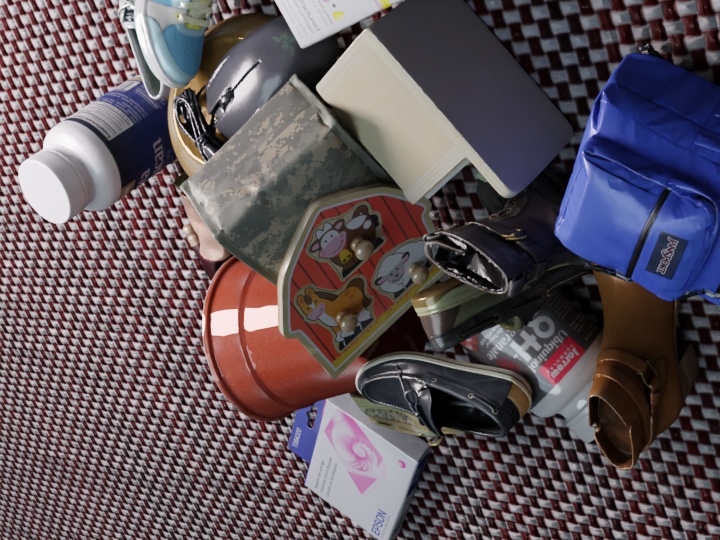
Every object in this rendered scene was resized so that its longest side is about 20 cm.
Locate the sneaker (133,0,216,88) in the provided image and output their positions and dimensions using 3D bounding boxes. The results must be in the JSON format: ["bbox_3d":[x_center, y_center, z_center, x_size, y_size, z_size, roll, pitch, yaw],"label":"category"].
[{"bbox_3d":[-0.162,-0.291,1.253,0.130,0.079,0.202,1,95,37],"label":"sneaker"}]

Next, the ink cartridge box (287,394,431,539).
[{"bbox_3d":[-0.016,0.244,1.622,0.199,0.043,0.197,32,138,17],"label":"ink cartridge box"}]

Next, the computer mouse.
[{"bbox_3d":[-0.107,-0.183,1.244,0.200,0.053,0.139,-41,70,19],"label":"computer mouse"}]

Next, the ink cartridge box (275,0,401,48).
[{"bbox_3d":[0.017,-0.312,1.069,0.199,0.145,0.146,-15,110,46],"label":"ink cartridge box"}]

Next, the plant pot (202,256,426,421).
[{"bbox_3d":[-0.041,0.062,1.396,0.194,0.201,0.202,-11,114,37],"label":"plant pot"}]

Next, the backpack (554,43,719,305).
[{"bbox_3d":[0.274,-0.055,1.031,0.199,0.168,0.163,26,140,15],"label":"backpack"}]

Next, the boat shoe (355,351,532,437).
[{"bbox_3d":[0.075,0.129,1.246,0.198,0.063,0.075,5,138,32],"label":"boat shoe"}]

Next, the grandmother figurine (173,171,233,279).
[{"bbox_3d":[-0.179,-0.024,1.545,0.121,0.060,0.202,45,153,48],"label":"grandmother figurine"}]

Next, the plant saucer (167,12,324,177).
[{"bbox_3d":[-0.133,-0.177,1.307,0.198,0.035,0.203,-2,86,27],"label":"plant saucer"}]

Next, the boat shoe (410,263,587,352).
[{"bbox_3d":[0.137,0.026,1.174,0.073,0.198,0.066,-2,103,63],"label":"boat shoe"}]

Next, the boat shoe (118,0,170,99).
[{"bbox_3d":[-0.234,-0.288,1.370,0.073,0.067,0.202,4,124,39],"label":"boat shoe"}]

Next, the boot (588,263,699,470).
[{"bbox_3d":[0.248,0.071,1.160,0.073,0.155,0.201,-17,109,47],"label":"boot"}]

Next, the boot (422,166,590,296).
[{"bbox_3d":[0.127,-0.042,1.138,0.199,0.173,0.070,31,127,47],"label":"boot"}]

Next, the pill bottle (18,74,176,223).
[{"bbox_3d":[-0.299,-0.139,1.443,0.110,0.200,0.112,23,135,26],"label":"pill bottle"}]

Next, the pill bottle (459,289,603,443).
[{"bbox_3d":[0.184,0.078,1.257,0.200,0.111,0.111,43,140,6],"label":"pill bottle"}]

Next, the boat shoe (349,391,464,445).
[{"bbox_3d":[0.072,0.163,1.463,0.199,0.073,0.063,10,135,50],"label":"boat shoe"}]

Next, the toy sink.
[{"bbox_3d":[0.079,-0.148,1.157,0.200,0.130,0.112,48,140,-1],"label":"toy sink"}]

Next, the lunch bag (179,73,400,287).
[{"bbox_3d":[-0.049,-0.066,1.228,0.200,0.164,0.118,42,-174,-45],"label":"lunch bag"}]

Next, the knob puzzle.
[{"bbox_3d":[0.000,0.000,1.207,0.030,0.218,0.221,42,145,42],"label":"knob puzzle"}]
